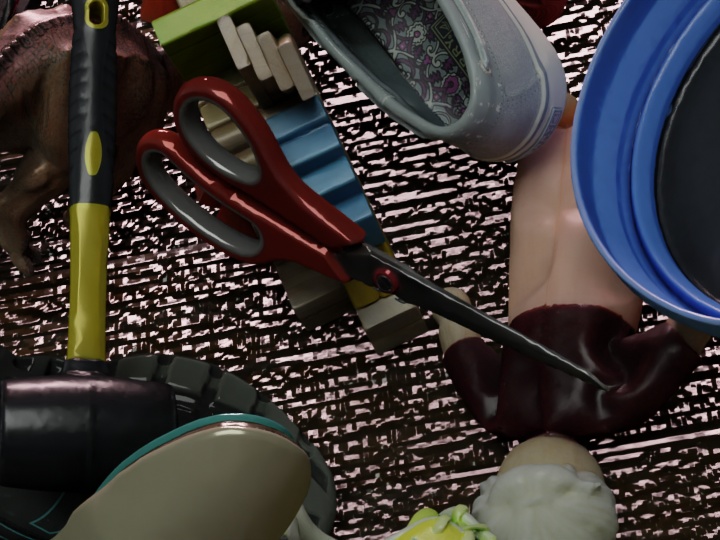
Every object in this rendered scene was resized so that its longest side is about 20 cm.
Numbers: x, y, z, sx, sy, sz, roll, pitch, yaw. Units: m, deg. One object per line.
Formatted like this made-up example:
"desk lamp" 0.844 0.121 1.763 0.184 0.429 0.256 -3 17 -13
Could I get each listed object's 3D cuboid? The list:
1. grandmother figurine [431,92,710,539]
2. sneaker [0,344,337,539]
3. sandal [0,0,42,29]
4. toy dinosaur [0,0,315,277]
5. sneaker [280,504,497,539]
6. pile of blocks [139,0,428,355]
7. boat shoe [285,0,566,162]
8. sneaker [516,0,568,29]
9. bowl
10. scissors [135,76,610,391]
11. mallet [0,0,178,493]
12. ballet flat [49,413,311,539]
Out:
"grandmother figurine" 0.082 0.024 0.760 0.121 0.060 0.201 -13 54 41
"sneaker" -0.106 0.071 0.772 0.199 0.079 0.076 17 57 1
"sandal" -0.181 -0.136 0.934 0.075 0.045 0.201 -4 58 14
"toy dinosaur" -0.112 -0.080 0.820 0.086 0.200 0.136 45 118 8
"sneaker" 0.042 0.121 0.682 0.199 0.075 0.077 3 91 15
"pile of blocks" -0.042 -0.051 0.779 0.062 0.082 0.201 -25 97 2
"boat shoe" 0.000 -0.123 0.791 0.070 0.071 0.201 -50 64 22
"sneaker" 0.028 -0.185 0.892 0.199 0.078 0.116 27 70 27
"bowl" 0.166 -0.062 0.689 0.200 0.039 0.202 -25 47 30
"scissors" 0.000 0.000 0.747 0.200 0.073 0.014 37 47 8
"mallet" -0.089 -0.014 0.742 0.065 0.041 0.201 10 67 -10
"ballet flat" -0.081 0.114 0.690 0.200 0.069 0.070 -37 41 45
